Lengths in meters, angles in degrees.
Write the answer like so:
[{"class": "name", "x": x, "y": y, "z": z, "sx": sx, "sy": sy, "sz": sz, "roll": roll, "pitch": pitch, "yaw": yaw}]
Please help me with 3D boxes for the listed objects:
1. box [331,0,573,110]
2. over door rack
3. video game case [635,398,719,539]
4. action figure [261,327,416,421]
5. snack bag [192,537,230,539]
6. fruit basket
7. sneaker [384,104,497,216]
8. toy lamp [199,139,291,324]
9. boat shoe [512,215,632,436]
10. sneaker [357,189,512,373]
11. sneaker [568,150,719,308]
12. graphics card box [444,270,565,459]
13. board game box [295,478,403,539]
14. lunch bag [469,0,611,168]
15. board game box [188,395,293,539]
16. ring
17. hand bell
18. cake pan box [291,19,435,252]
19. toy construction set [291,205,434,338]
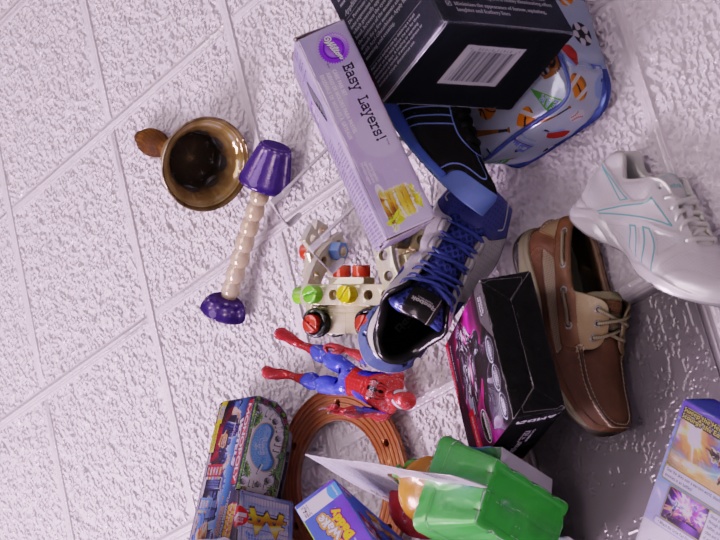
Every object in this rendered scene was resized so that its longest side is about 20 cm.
[{"class": "box", "x": 0.062, "y": -0.248, "z": 1.528, "sx": 0.107, "sy": 0.148, "sz": 0.200, "roll": -49, "pitch": 54, "yaw": 40}, {"class": "over door rack", "x": -0.013, "y": -0.113, "z": 1.715, "sx": 0.200, "sy": 0.067, "sz": 0.148, "roll": -54, "pitch": 28, "yaw": 7}, {"class": "video game case", "x": 0.312, "y": 0.223, "z": 1.406, "sx": 0.200, "sy": 0.045, "sz": 0.182, "roll": 32, "pitch": 112, "yaw": 45}, {"class": "action figure", "x": -0.034, "y": 0.101, "z": 1.745, "sx": 0.200, "sy": 0.099, "sz": 0.065, "roll": 16, "pitch": 88, "yaw": 42}, {"class": "snack bag", "x": -0.121, "y": 0.318, "z": 1.788, "sx": 0.188, "sy": 0.200, "sz": 0.021, "roll": -13, "pitch": 50, "yaw": 47}, {"class": "fruit basket", "x": 0.077, "y": 0.201, "z": 1.584, "sx": 0.200, "sy": 0.185, "sz": 0.094, "roll": 7, "pitch": 68, "yaw": 52}, {"class": "sneaker", "x": 0.070, "y": -0.142, "z": 1.588, "sx": 0.078, "sy": 0.070, "sz": 0.200, "roll": -41, "pitch": 72, "yaw": 10}, {"class": "toy lamp", "x": -0.119, "y": -0.043, "z": 1.902, "sx": 0.058, "sy": 0.058, "sz": 0.200, "roll": 39, "pitch": 117, "yaw": 42}, {"class": "boat shoe", "x": 0.192, "y": 0.042, "z": 1.533, "sx": 0.074, "sy": 0.076, "sz": 0.200, "roll": -35, "pitch": 64, "yaw": 38}, {"class": "sneaker", "x": 0.071, "y": 0.012, "z": 1.601, "sx": 0.200, "sy": 0.080, "sz": 0.115, "roll": -57, "pitch": 3, "yaw": 1}, {"class": "sneaker", "x": 0.253, "y": -0.034, "z": 1.472, "sx": 0.200, "sy": 0.070, "sz": 0.080, "roll": 42, "pitch": 115, "yaw": 42}, {"class": "graphics card box", "x": 0.122, "y": 0.092, "z": 1.551, "sx": 0.200, "sy": 0.051, "sz": 0.126, "roll": 112, "pitch": 148, "yaw": -70}, {"class": "board game box", "x": 0.027, "y": 0.283, "z": 1.614, "sx": 0.045, "sy": 0.200, "sz": 0.135, "roll": -37, "pitch": 55, "yaw": 3}, {"class": "lunch bag", "x": 0.134, "y": -0.201, "z": 1.614, "sx": 0.160, "sy": 0.075, "sz": 0.200, "roll": -35, "pitch": 63, "yaw": 44}, {"class": "board game box", "x": -0.113, "y": 0.233, "z": 1.819, "sx": 0.200, "sy": 0.062, "sz": 0.200, "roll": 164, "pitch": 120, "yaw": -70}, {"class": "ring", "x": -0.016, "y": 0.216, "z": 1.796, "sx": 0.200, "sy": 0.019, "sz": 0.201, "roll": -4, "pitch": 85, "yaw": 49}, {"class": "hand bell", "x": -0.214, "y": -0.135, "z": 2.007, "sx": 0.200, "sy": 0.104, "sz": 0.104, "roll": 24, "pitch": 105, "yaw": 58}, {"class": "cake pan box", "x": -0.001, "y": -0.110, "z": 1.533, "sx": 0.200, "sy": 0.052, "sz": 0.185, "roll": 124, "pitch": 123, "yaw": -86}, {"class": "toy construction set", "x": 0.000, "y": 0.000, "z": 1.736, "sx": 0.200, "sy": 0.092, "sz": 0.131, "roll": -1, "pitch": 89, "yaw": 49}]
